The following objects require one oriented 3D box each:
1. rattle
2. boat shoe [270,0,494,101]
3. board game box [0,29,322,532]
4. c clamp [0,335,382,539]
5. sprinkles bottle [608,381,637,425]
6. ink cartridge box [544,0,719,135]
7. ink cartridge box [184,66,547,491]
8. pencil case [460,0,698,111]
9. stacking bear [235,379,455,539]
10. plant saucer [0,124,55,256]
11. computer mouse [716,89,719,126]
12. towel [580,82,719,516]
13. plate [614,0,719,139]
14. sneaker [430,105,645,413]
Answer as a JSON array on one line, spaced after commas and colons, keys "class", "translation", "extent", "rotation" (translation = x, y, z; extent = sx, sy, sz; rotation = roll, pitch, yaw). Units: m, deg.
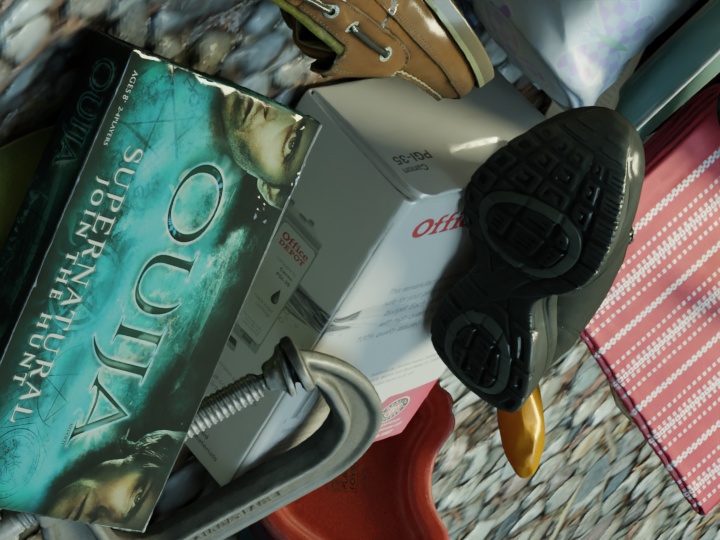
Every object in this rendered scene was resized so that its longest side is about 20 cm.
[{"class": "rattle", "translation": [0.148, 0.003, 1.550], "extent": [0.199, 0.143, 0.130], "rotation": [-18, 160, -32]}, {"class": "boat shoe", "translation": [-0.004, -0.118, 1.217], "extent": [0.068, 0.072, 0.200], "rotation": [-39, 148, 3]}, {"class": "board game box", "translation": [-0.101, 0.010, 1.212], "extent": [0.135, 0.028, 0.201], "rotation": [17, 99, -53]}, {"class": "c clamp", "translation": [-0.083, 0.089, 1.328], "extent": [0.199, 0.027, 0.171], "rotation": [-26, 145, -7]}, {"class": "sprinkles bottle", "translation": [0.166, 0.032, 1.637], "extent": [0.068, 0.068, 0.200], "rotation": [-47, -169, 11]}, {"class": "ink cartridge box", "translation": [0.187, -0.128, 1.545], "extent": [0.197, 0.043, 0.201], "rotation": [-24, 153, -39]}, {"class": "ink cartridge box", "translation": [0.000, 0.000, 1.404], "extent": [0.146, 0.083, 0.201], "rotation": [-14, 144, -49]}, {"class": "pencil case", "translation": [0.144, -0.164, 1.352], "extent": [0.200, 0.083, 0.091], "rotation": [-44, 152, 0]}, {"class": "stacking bear", "translation": [-0.017, 0.142, 1.605], "extent": [0.113, 0.122, 0.200], "rotation": [5, 159, -5]}, {"class": "plant saucer", "translation": [-0.154, 0.018, 1.248], "extent": [0.199, 0.031, 0.200], "rotation": [-35, 156, -18]}, {"class": "computer mouse", "translation": [0.222, -0.044, 1.468], "extent": [0.199, 0.046, 0.141], "rotation": [24, 95, -45]}, {"class": "towel", "translation": [0.183, 0.016, 1.509], "extent": [0.144, 0.022, 0.200], "rotation": [-41, 121, -11]}, {"class": "plate", "translation": [0.185, -0.124, 1.406], "extent": [0.200, 0.026, 0.200], "rotation": [-42, 176, -4]}, {"class": "sneaker", "translation": [0.093, -0.019, 1.343], "extent": [0.091, 0.076, 0.200], "rotation": [-40, 166, -33]}]
